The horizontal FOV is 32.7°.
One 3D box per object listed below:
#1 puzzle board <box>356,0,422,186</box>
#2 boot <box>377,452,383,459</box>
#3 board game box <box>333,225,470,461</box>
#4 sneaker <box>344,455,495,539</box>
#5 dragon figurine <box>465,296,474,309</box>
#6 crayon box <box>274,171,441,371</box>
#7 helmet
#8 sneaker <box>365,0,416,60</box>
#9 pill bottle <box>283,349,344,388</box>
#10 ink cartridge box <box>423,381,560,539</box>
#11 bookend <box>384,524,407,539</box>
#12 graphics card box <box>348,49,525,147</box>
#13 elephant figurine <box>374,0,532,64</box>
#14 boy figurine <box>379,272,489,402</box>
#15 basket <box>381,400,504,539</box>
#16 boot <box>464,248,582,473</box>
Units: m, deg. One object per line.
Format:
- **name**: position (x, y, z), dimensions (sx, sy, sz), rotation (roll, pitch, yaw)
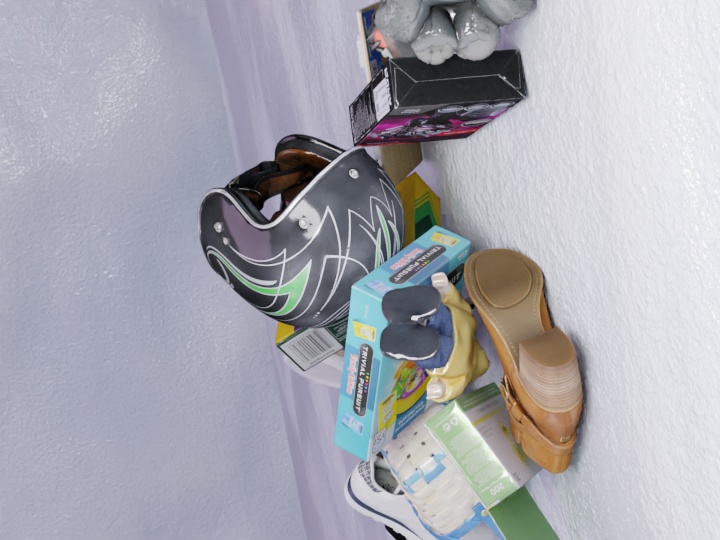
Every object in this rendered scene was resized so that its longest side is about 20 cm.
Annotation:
- **puzzle board**: position (0.031, -0.203, 1.391), dimensions (0.151, 0.017, 0.200), rotation (-47, -50, -64)
- **boot**: position (0.020, 0.175, 1.504), dimensions (0.200, 0.097, 0.075), rotation (62, -149, -20)
- **board game box**: position (0.042, 0.075, 1.255), dimensions (0.047, 0.151, 0.200), rotation (26, 128, 25)
- **sneaker**: position (0.081, 0.286, 1.501), dimensions (0.081, 0.200, 0.076), rotation (122, 166, -48)
- **dragon figurine**: position (0.084, 0.079, 1.378), dimensions (0.100, 0.200, 0.059), rotation (62, -156, -24)
- **crayon box**: position (0.000, 0.000, 1.410), dimensions (0.058, 0.200, 0.173), rotation (46, -153, -26)
- **helmet**: position (-0.048, -0.038, 1.255), dimensions (0.190, 0.200, 0.200), rotation (19, 131, 30)
- **sneaker**: position (0.045, -0.238, 1.313), dimensions (0.077, 0.082, 0.200), rotation (-146, 45, -73)
- **pill bottle**: position (-0.021, 0.051, 1.673), dimensions (0.116, 0.116, 0.200), rotation (109, -179, -68)
- **ink cartridge box**: position (0.155, 0.211, 1.209), dimensions (0.200, 0.048, 0.145), rotation (53, -162, 12)
- **bookend**: position (0.082, 0.273, 1.667), dimensions (0.200, 0.092, 0.199), rotation (-163, 61, -76)
- **graphics card box**: position (0.068, -0.162, 1.180), dimensions (0.200, 0.125, 0.051), rotation (153, 111, -77)
- **elephant figurine**: position (0.068, -0.289, 1.077), dimensions (0.155, 0.141, 0.200), rotation (-47, 34, 42)
- **boy figurine**: position (0.078, 0.066, 1.184), dimensions (0.200, 0.064, 0.125), rotation (38, -128, -67)
- **basket**: position (0.119, 0.236, 1.391), dimensions (0.200, 0.139, 0.176), rotation (52, 180, -30)
- **boot**: position (0.159, 0.085, 1.189), dimensions (0.200, 0.077, 0.155), rotation (-124, 19, -46)
